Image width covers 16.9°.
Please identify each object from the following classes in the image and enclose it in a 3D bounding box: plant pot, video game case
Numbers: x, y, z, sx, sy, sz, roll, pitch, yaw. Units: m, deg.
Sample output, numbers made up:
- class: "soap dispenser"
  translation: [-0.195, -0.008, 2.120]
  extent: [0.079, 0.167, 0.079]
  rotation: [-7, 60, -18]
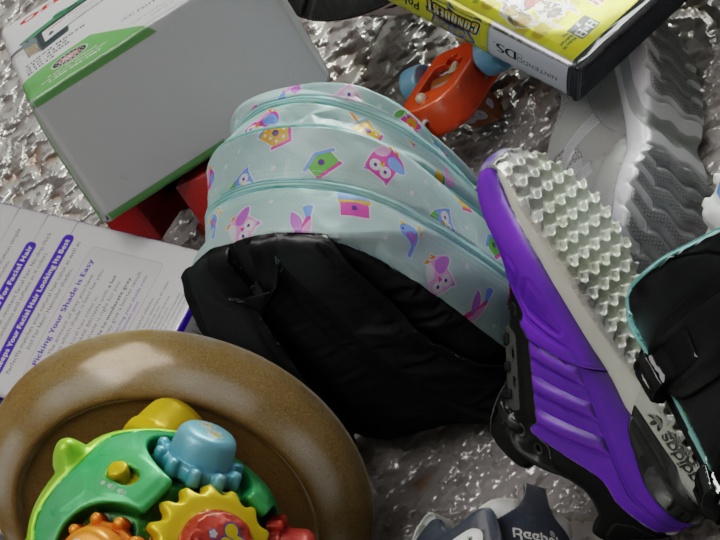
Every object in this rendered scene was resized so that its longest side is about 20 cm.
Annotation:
- class: "plant pot"
  translation: [-0.094, 0.120, 1.212]
  extent: [0.200, 0.200, 0.028]
  rotation: [-26, 25, 23]
- class: "video game case"
  translation: [0.101, -0.188, 1.291]
  extent: [0.181, 0.026, 0.200]
  rotation: [30, 55, 26]

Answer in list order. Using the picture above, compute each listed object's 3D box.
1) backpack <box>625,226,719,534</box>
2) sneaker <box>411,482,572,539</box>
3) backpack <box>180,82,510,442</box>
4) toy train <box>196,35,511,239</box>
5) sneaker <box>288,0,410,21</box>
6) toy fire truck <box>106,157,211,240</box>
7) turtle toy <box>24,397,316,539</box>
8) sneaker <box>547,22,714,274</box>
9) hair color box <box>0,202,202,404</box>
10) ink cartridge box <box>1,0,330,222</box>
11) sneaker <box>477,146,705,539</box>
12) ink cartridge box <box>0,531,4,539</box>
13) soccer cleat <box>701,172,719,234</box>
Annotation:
- class: "backpack"
  translation: [0.240, 0.033, 1.026]
  extent: [0.200, 0.153, 0.176]
  rotation: [-42, 42, 20]
- class: "sneaker"
  translation: [0.079, 0.165, 1.120]
  extent: [0.199, 0.079, 0.130]
  rotation: [8, 75, 54]
- class: "backpack"
  translation: [0.000, 0.000, 1.215]
  extent: [0.167, 0.200, 0.127]
  rotation: [-18, 51, 31]
- class: "toy train"
  translation: [0.002, -0.058, 1.368]
  extent: [0.200, 0.056, 0.150]
  rotation: [-22, 26, 37]
- class: "sneaker"
  translation: [0.052, -0.183, 1.393]
  extent: [0.200, 0.115, 0.076]
  rotation: [-3, 99, 6]
- class: "toy fire truck"
  translation: [-0.082, -0.073, 1.388]
  extent: [0.141, 0.049, 0.200]
  rotation: [-20, 25, 34]
- class: "turtle toy"
  translation: [-0.070, 0.152, 1.103]
  extent: [0.146, 0.200, 0.101]
  rotation: [-46, 12, -33]
- class: "sneaker"
  translation: [0.133, -0.039, 1.239]
  extent: [0.082, 0.075, 0.200]
  rotation: [-29, 35, 33]
- class: "hair color box"
  translation: [-0.155, 0.035, 1.323]
  extent: [0.200, 0.065, 0.109]
  rotation: [14, 70, 39]
- class: "ink cartridge box"
  translation: [-0.115, -0.120, 1.351]
  extent: [0.146, 0.084, 0.200]
  rotation: [-33, 21, -3]
- class: "sneaker"
  translation: [0.093, 0.043, 1.139]
  extent: [0.099, 0.200, 0.070]
  rotation: [-30, 1, 32]
- class: "ink cartridge box"
  translation: [-0.169, 0.093, 1.387]
  extent: [0.116, 0.067, 0.200]
  rotation: [0, 61, 38]
- class: "soccer cleat"
  translation: [0.199, -0.054, 1.186]
  extent: [0.086, 0.070, 0.200]
  rotation: [-36, 34, 43]
